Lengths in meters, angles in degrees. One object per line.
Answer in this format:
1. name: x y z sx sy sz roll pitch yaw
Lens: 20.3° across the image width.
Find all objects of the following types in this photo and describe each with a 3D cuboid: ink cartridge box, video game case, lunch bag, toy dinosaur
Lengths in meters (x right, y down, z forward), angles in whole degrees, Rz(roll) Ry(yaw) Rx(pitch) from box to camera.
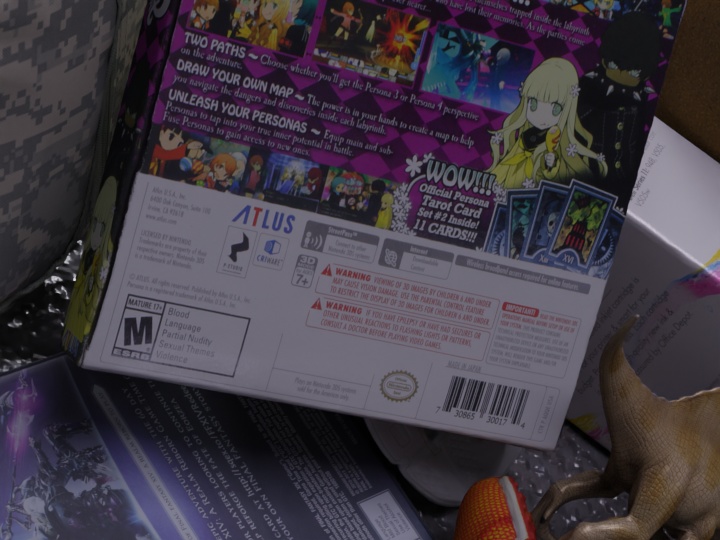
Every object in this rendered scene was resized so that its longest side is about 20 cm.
1. ink cartridge box: 0.116 0.008 0.843 0.199 0.117 0.067 37 46 1
2. video game case: 0.008 -0.038 0.724 0.199 0.183 0.036 11 9 -27
3. lunch bag: -0.152 -0.079 0.699 0.138 0.201 0.168 23 46 8
4. video game case: -0.075 0.089 0.734 0.199 0.019 0.143 -19 66 -39
5. toy dinosaur: 0.111 0.079 0.782 0.200 0.101 0.058 42 7 -41

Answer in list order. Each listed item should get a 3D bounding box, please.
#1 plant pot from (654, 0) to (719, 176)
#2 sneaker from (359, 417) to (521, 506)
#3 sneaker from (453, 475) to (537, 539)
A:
1. plant pot: 0.178 -0.090 0.880 0.186 0.199 0.188 28 52 -42
2. sneaker: 0.000 0.000 0.804 0.077 0.082 0.201 -32 103 -18
3. sneaker: 0.036 0.154 0.705 0.076 0.073 0.201 -7 44 13
